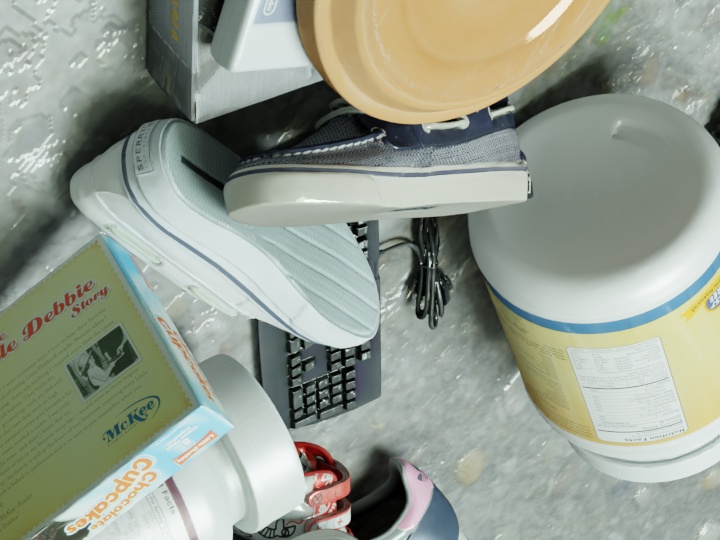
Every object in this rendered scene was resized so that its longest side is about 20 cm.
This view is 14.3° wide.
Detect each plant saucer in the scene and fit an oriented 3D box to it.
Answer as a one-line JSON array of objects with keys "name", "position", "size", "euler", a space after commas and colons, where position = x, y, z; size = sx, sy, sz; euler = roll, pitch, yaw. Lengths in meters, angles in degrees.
[{"name": "plant saucer", "position": [0.061, -0.152, 1.336], "size": [0.200, 0.032, 0.201], "euler": [-26, 140, -24]}]

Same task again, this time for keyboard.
[{"name": "keyboard", "position": [0.000, 0.000, 1.548], "size": [0.127, 0.021, 0.200], "euler": [-26, 140, -22]}]

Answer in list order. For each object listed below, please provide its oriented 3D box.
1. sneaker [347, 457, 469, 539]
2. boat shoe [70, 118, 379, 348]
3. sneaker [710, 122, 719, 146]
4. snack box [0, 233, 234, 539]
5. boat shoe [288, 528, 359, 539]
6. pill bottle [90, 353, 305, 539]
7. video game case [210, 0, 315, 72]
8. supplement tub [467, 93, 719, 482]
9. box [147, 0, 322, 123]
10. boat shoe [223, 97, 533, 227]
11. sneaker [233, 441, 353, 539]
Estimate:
[{"name": "sneaker", "position": [-0.036, 0.180, 1.662], "size": [0.200, 0.070, 0.082], "euler": [-33, 118, -12]}, {"name": "boat shoe", "position": [-0.067, -0.017, 1.441], "size": [0.067, 0.074, 0.200], "euler": [-15, 143, 30]}, {"name": "sneaker", "position": [0.243, -0.035, 1.708], "size": [0.090, 0.070, 0.201], "euler": [-25, 142, -42]}, {"name": "snack box", "position": [-0.168, 0.087, 1.371], "size": [0.200, 0.116, 0.037], "euler": [-38, 147, 7]}, {"name": "boat shoe", "position": [-0.079, 0.202, 1.514], "size": [0.201, 0.075, 0.065], "euler": [-26, -175, -6]}, {"name": "pill bottle", "position": [-0.135, 0.127, 1.469], "size": [0.200, 0.110, 0.110], "euler": [-29, 140, -20]}, {"name": "video game case", "position": [0.033, -0.184, 1.322], "size": [0.182, 0.023, 0.200], "euler": [-8, 129, -39]}, {"name": "supplement tub", "position": [0.149, 0.014, 1.593], "size": [0.145, 0.145, 0.200], "euler": [-36, 142, -10]}, {"name": "box", "position": [-0.005, -0.171, 1.359], "size": [0.200, 0.048, 0.159], "euler": [-21, 136, -27]}, {"name": "boat shoe", "position": [0.004, -0.073, 1.422], "size": [0.200, 0.075, 0.093], "euler": [-4, 85, -50]}, {"name": "sneaker", "position": [-0.016, 0.165, 1.589], "size": [0.201, 0.067, 0.108], "euler": [26, 104, -14]}]
